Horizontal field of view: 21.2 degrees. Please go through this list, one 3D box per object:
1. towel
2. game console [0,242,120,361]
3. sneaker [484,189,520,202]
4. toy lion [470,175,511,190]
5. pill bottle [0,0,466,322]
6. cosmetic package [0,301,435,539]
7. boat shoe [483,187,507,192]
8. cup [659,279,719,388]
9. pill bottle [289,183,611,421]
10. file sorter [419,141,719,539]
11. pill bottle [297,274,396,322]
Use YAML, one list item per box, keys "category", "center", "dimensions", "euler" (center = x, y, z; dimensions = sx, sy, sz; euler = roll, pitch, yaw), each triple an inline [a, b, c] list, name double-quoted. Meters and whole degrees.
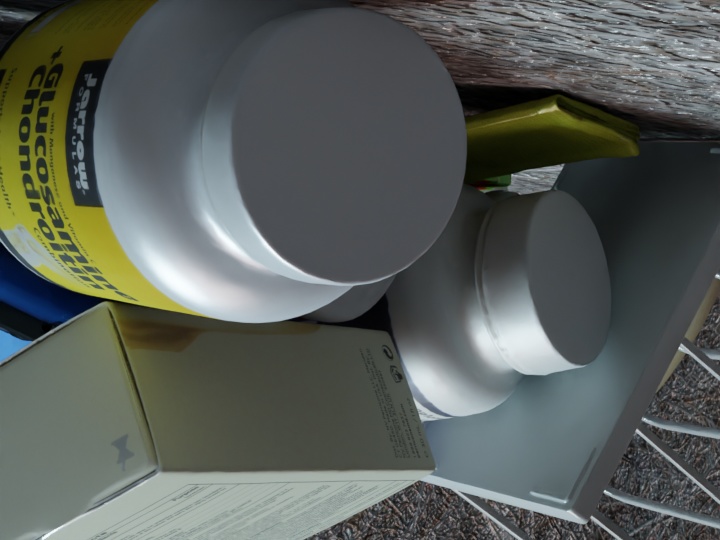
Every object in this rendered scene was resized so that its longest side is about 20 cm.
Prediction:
- category: "towel"
  center: [0.028, -0.050, 0.917]
  dimensions: [0.198, 0.018, 0.086]
  euler: [-11, 169, 34]
- category: "game console"
  center: [-0.179, 0.048, 0.923]
  dimensions: [0.199, 0.119, 0.170]
  euler: [22, -174, 20]
- category: "sneaker"
  center: [0.000, 0.000, 1.073]
  dimensions: [0.199, 0.082, 0.088]
  euler: [-20, 169, 40]
- category: "toy lion"
  center: [-0.009, -0.060, 1.086]
  dimensions: [0.189, 0.069, 0.200]
  euler: [0, 178, 8]
- category: "pill bottle"
  center: [-0.051, -0.042, 0.644]
  dimensions: [0.111, 0.113, 0.199]
  euler: [8, 179, -29]
- category: "cosmetic package"
  center: [-0.067, 0.070, 0.799]
  dimensions: [0.105, 0.072, 0.199]
  euler: [-29, 160, 26]
- category: "boat shoe"
  center: [0.020, -0.044, 1.238]
  dimensions: [0.074, 0.069, 0.199]
  euler: [8, 179, -38]
- category: "cup"
  center: [0.207, 0.026, 1.619]
  dimensions: [0.198, 0.145, 0.200]
  euler: [8, 180, 0]
- category: "pill bottle"
  center: [0.015, 0.019, 0.932]
  dimensions: [0.198, 0.112, 0.111]
  euler: [-11, 169, 33]
- category: "file sorter"
  center: [0.144, 0.053, 0.967]
  dimensions: [0.124, 0.201, 0.138]
  euler: [39, 163, -28]
- category: "pill bottle"
  center: [-0.083, -0.043, 0.873]
  dimensions: [0.198, 0.113, 0.111]
  euler: [8, 179, 31]
